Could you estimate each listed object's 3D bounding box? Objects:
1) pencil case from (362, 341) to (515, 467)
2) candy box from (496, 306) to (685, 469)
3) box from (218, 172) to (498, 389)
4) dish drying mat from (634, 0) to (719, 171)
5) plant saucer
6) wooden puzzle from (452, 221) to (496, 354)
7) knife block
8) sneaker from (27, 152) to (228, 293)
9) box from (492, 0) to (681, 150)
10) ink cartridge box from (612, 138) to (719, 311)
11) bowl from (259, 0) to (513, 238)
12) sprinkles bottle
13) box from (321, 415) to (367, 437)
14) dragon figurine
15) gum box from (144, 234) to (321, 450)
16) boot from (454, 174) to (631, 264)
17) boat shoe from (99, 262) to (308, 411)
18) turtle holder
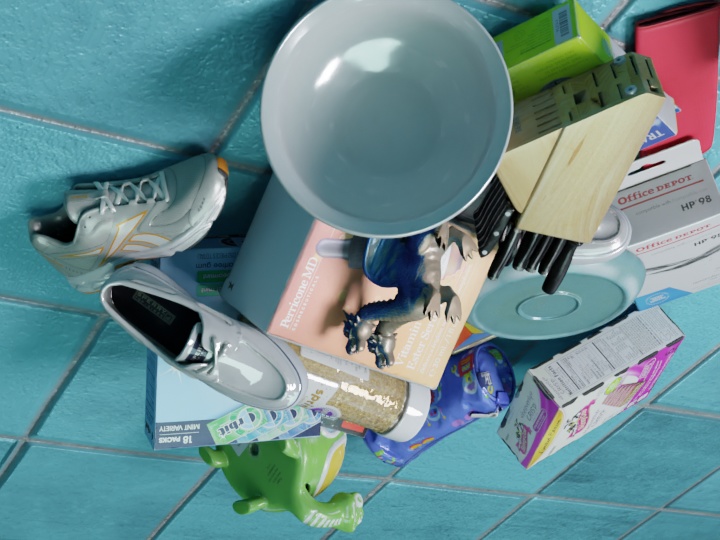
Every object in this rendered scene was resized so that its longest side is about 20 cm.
[{"bbox_3d":[0.090,0.159,1.538,0.200,0.087,0.078,-34,144,32],"label":"pencil case"},{"bbox_3d":[0.262,0.130,1.519,0.199,0.061,0.137,-25,151,-27],"label":"candy box"},{"bbox_3d":[0.000,0.000,1.214,0.199,0.106,0.153,20,97,-34],"label":"box"},{"bbox_3d":[0.289,-0.167,1.220,0.076,0.018,0.200,-14,144,4],"label":"dish drying mat"},{"bbox_3d":[0.188,0.026,1.337,0.199,0.028,0.200,-3,153,-2],"label":"plant saucer"},{"bbox_3d":[0.132,0.019,1.400,0.185,0.046,0.200,-24,143,15],"label":"wooden puzzle"},{"bbox_3d":[0.182,-0.068,1.128,0.199,0.064,0.176,-23,128,16],"label":"knife block"},{"bbox_3d":[-0.208,-0.051,1.174,0.200,0.076,0.092,-30,137,21],"label":"sneaker"},{"bbox_3d":[0.188,-0.148,1.168,0.122,0.048,0.200,-22,144,32],"label":"box"},{"bbox_3d":[0.308,-0.041,1.338,0.115,0.067,0.200,-20,151,12],"label":"ink cartridge box"},{"bbox_3d":[0.021,-0.123,1.080,0.200,0.202,0.090,-14,177,1],"label":"bowl"},{"bbox_3d":[-0.031,0.103,1.258,0.199,0.068,0.068,22,133,-27],"label":"sprinkles bottle"},{"bbox_3d":[-0.061,0.079,1.346,0.199,0.038,0.137,18,101,-25],"label":"box"},{"bbox_3d":[0.040,-0.012,1.124,0.099,0.201,0.059,11,-178,40],"label":"dragon figurine"},{"bbox_3d":[-0.117,0.066,1.273,0.169,0.045,0.201,-2,109,-21],"label":"gum box"},{"bbox_3d":[0.154,-0.066,1.203,0.199,0.074,0.096,15,162,4],"label":"boot"},{"bbox_3d":[-0.139,0.066,1.153,0.199,0.065,0.074,28,103,2],"label":"boat shoe"},{"bbox_3d":[-0.072,0.196,1.472,0.131,0.185,0.142,-6,111,-50],"label":"turtle holder"}]
